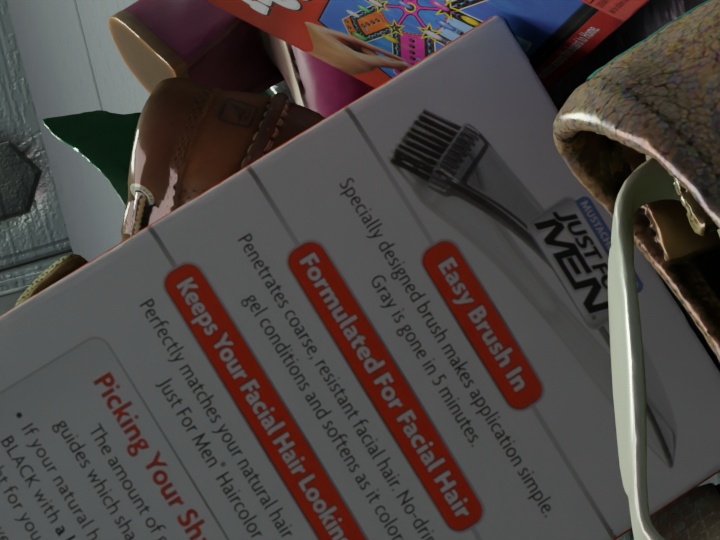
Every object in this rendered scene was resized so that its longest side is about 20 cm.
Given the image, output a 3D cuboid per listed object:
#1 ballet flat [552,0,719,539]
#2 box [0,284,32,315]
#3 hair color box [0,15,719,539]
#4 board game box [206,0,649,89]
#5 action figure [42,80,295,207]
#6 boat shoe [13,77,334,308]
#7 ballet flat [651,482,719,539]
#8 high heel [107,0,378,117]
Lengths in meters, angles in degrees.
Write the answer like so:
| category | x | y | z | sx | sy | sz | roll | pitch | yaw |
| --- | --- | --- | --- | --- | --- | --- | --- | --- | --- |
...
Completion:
| category | x | y | z | sx | sy | sz | roll | pitch | yaw |
| --- | --- | --- | --- | --- | --- | --- | --- | --- | --- |
| ballet flat | 0.081 | 0.049 | 0.426 | 0.068 | 0.067 | 0.200 | 92 | 159 | -66 |
| box | -0.057 | 0.046 | 1.006 | 0.200 | 0.152 | 0.107 | 157 | 97 | -82 |
| hair color box | -0.028 | 0.045 | 0.597 | 0.111 | 0.200 | 0.064 | 58 | 171 | 2 |
| board game box | 0.004 | -0.074 | 0.619 | 0.019 | 0.103 | 0.200 | -62 | 3 | -9 |
| action figure | 0.000 | 0.000 | 0.795 | 0.200 | 0.118 | 0.055 | 56 | 152 | 36 |
| boat shoe | -0.055 | 0.021 | 0.721 | 0.075 | 0.075 | 0.202 | -70 | 5 | -46 |
| ballet flat | 0.084 | 0.127 | 0.567 | 0.068 | 0.062 | 0.200 | 85 | 166 | -51 |
| high heel | 0.023 | -0.042 | 0.748 | 0.200 | 0.096 | 0.067 | 44 | 162 | 27 |
